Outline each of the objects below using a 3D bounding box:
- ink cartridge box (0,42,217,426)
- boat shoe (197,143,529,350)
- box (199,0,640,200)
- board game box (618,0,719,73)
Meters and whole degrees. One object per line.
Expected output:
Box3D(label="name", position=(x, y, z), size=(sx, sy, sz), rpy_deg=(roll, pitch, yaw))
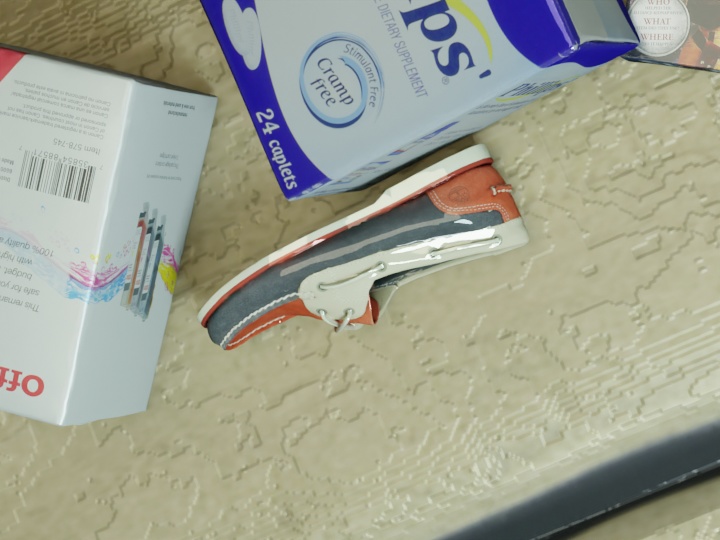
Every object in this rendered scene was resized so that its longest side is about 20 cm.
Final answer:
Box3D(label="ink cartridge box", position=(-0.189, -0.024, 1.494), size=(0.145, 0.145, 0.201), rpy_deg=(15, 93, 15))
Box3D(label="boat shoe", position=(0.000, 0.000, 1.482), size=(0.199, 0.071, 0.063), rpy_deg=(-28, 85, 10))
Box3D(label="box", position=(0.022, -0.163, 1.439), size=(0.199, 0.105, 0.185), rpy_deg=(-27, 83, 25))
Box3D(label="board game box", position=(0.251, -0.170, 1.426), size=(0.199, 0.035, 0.136), rpy_deg=(9, 92, 16))
